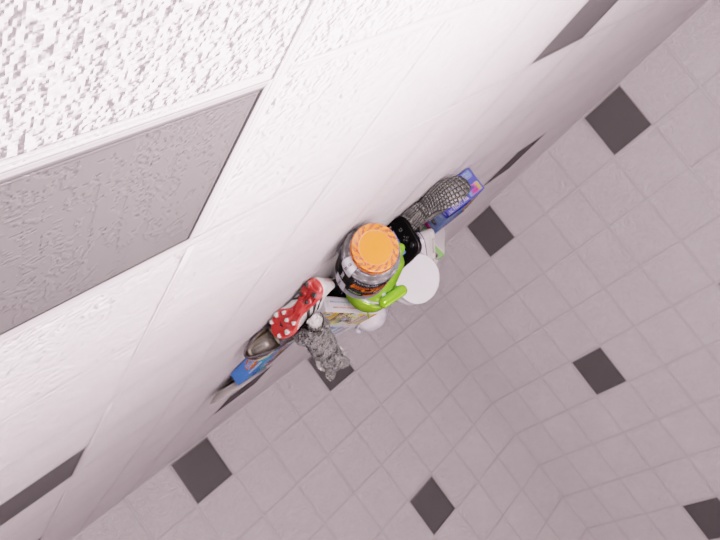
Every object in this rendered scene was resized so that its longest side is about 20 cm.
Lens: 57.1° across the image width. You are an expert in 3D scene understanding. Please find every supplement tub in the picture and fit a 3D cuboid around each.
[{"bbox_3d":[0.112,0.015,1.738,0.139,0.142,0.199,-37,-166,-13],"label":"supplement tub"},{"bbox_3d":[0.014,-0.020,1.350,0.122,0.123,0.200,-37,174,-14],"label":"supplement tub"}]

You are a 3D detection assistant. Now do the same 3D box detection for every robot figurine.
[{"bbox_3d":[0.031,0.010,1.555,0.114,0.176,0.203,-1,125,-39],"label":"robot figurine"},{"bbox_3d":[0.030,0.106,1.949,0.172,0.111,0.200,-64,178,22],"label":"robot figurine"}]

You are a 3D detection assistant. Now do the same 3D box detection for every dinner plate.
[{"bbox_3d":[-0.372,0.340,1.999,0.198,0.025,0.200,-33,-178,1],"label":"dinner plate"}]

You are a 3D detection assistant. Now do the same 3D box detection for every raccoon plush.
[{"bbox_3d":[-0.085,0.180,1.508,0.096,0.135,0.200,-36,173,-1],"label":"raccoon plush"}]

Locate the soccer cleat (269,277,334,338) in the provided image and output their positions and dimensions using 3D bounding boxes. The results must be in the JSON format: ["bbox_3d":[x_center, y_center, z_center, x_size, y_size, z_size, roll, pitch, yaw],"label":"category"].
[{"bbox_3d":[-0.131,0.086,1.495,0.084,0.069,0.200,-12,149,-53],"label":"soccer cleat"}]

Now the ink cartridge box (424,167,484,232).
[{"bbox_3d":[0.245,-0.189,1.780,0.135,0.077,0.200,-38,172,-16],"label":"ink cartridge box"}]

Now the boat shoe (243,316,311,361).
[{"bbox_3d":[-0.196,0.151,1.575,0.198,0.073,0.065,-34,180,7],"label":"boat shoe"}]

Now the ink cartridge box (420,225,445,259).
[{"bbox_3d":[0.152,-0.049,1.938,0.200,0.084,0.147,-42,-161,27],"label":"ink cartridge box"}]

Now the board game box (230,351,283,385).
[{"bbox_3d":[-0.263,0.233,1.885,0.200,0.045,0.151,-43,173,33],"label":"board game box"}]

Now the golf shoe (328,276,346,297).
[{"bbox_3d":[-0.049,0.036,1.708,0.096,0.077,0.200,-61,179,-18],"label":"golf shoe"}]

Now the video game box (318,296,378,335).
[{"bbox_3d":[-0.083,0.122,1.686,0.179,0.048,0.198,2,156,-43],"label":"video game box"}]

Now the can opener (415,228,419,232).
[{"bbox_3d":[0.106,-0.092,1.783,0.051,0.068,0.199,2,-168,24],"label":"can opener"}]

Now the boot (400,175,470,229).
[{"bbox_3d":[0.181,-0.167,1.642,0.198,0.069,0.131,-33,180,11],"label":"boot"}]

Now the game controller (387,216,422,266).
[{"bbox_3d":[0.067,-0.040,1.617,0.200,0.105,0.042,-43,168,36],"label":"game controller"}]

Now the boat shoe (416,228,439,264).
[{"bbox_3d":[0.184,-0.030,1.821,0.065,0.072,0.203,-23,129,-13],"label":"boat shoe"}]
